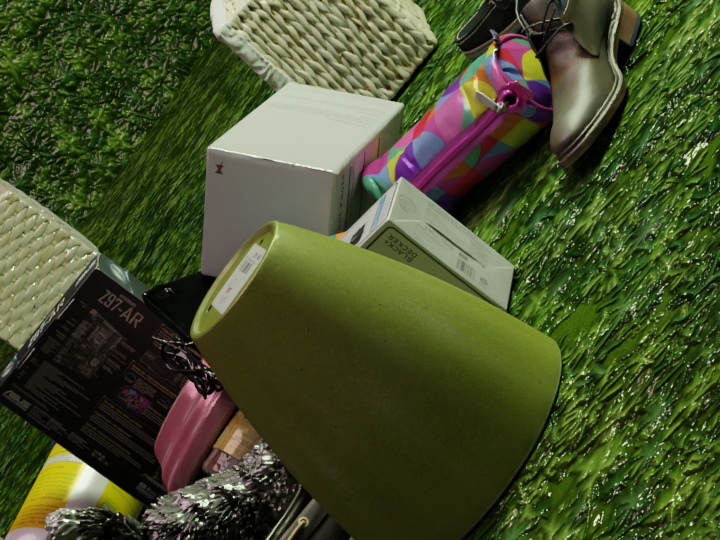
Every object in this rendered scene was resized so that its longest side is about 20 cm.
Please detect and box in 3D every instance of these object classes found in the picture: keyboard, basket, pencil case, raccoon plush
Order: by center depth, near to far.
[{"bbox_3d":[-0.114,0.161,1.543,0.097,0.199,0.135,36,110,59],"label":"raccoon plush"},{"bbox_3d":[-0.113,0.065,1.725,0.103,0.040,0.200,-18,32,-27],"label":"keyboard"},{"bbox_3d":[0.085,-0.109,1.742,0.200,0.088,0.089,-45,16,39],"label":"pencil case"},{"bbox_3d":[-0.038,-0.262,2.286,0.161,0.200,0.198,-45,16,10],"label":"basket"},{"bbox_3d":[-0.508,0.001,3.135,0.201,0.198,0.161,-54,16,-2],"label":"basket"}]

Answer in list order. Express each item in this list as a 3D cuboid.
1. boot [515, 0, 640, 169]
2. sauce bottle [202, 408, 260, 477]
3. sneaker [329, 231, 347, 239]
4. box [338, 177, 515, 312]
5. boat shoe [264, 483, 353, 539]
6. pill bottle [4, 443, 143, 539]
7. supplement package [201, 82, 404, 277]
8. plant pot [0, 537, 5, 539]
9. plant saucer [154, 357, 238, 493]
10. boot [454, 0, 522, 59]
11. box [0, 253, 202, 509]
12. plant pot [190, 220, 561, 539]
[{"bbox_3d":[0.149,-0.161,1.626,0.075,0.097,0.201,-43,17,37],"label":"boot"},{"bbox_3d":[-0.051,0.096,1.737,0.201,0.065,0.065,-55,14,-14],"label":"sauce bottle"},{"bbox_3d":[0.000,0.000,1.703,0.199,0.072,0.080,6,36,38],"label":"sneaker"},{"bbox_3d":[0.006,0.039,1.577,0.200,0.116,0.060,-46,16,32],"label":"box"},{"bbox_3d":[-0.016,0.150,1.500,0.072,0.060,0.202,-34,24,54],"label":"boat shoe"},{"bbox_3d":[-0.274,0.248,2.011,0.104,0.104,0.201,-39,20,45],"label":"pill bottle"},{"bbox_3d":[-0.047,-0.072,1.842,0.200,0.116,0.118,-47,-34,-62],"label":"supplement package"},{"bbox_3d":[-0.370,0.366,2.065,0.201,0.092,0.201,-50,15,18],"label":"plant pot"},{"bbox_3d":[-0.114,0.105,1.817,0.201,0.051,0.201,-57,-6,-9],"label":"plant saucer"},{"bbox_3d":[0.116,-0.302,1.949,0.203,0.153,0.074,-43,17,34],"label":"boot"},{"bbox_3d":[-0.206,0.106,1.933,0.160,0.199,0.044,-50,15,14],"label":"box"},{"bbox_3d":[-0.005,0.063,1.383,0.187,0.200,0.187,-49,14,17],"label":"plant pot"}]
